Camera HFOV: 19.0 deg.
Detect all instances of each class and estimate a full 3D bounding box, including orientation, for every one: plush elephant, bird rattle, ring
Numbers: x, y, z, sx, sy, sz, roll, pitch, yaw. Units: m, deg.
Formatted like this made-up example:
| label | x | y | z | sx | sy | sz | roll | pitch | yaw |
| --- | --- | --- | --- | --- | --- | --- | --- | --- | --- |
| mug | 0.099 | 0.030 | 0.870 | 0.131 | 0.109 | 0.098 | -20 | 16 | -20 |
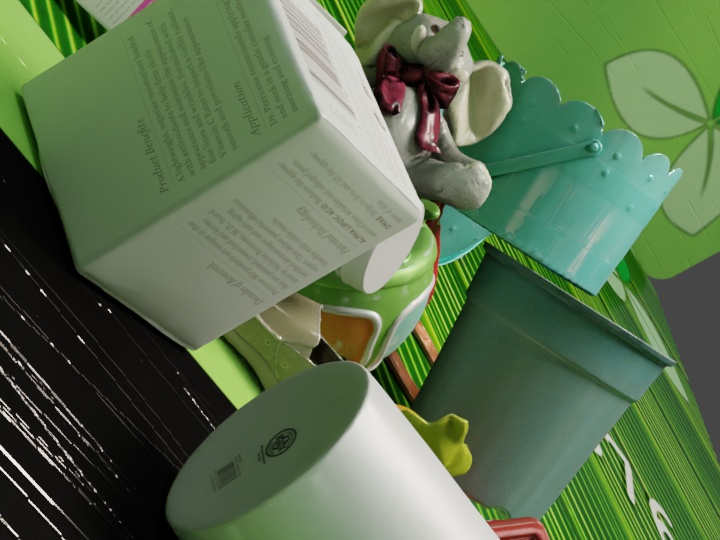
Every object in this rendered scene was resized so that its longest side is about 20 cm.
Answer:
| label | x | y | z | sx | sy | sz | roll | pitch | yaw |
| --- | --- | --- | --- | --- | --- | --- | --- | --- | --- |
| plush elephant | 0.045 | -0.147 | 1.752 | 0.164 | 0.155 | 0.200 | 31 | -7 | -9 |
| bird rattle | 0.047 | 0.156 | 1.768 | 0.163 | 0.113 | 0.200 | 49 | 2 | 32 |
| ring | 0.057 | 0.082 | 2.123 | 0.201 | 0.019 | 0.201 | 55 | 15 | -22 |

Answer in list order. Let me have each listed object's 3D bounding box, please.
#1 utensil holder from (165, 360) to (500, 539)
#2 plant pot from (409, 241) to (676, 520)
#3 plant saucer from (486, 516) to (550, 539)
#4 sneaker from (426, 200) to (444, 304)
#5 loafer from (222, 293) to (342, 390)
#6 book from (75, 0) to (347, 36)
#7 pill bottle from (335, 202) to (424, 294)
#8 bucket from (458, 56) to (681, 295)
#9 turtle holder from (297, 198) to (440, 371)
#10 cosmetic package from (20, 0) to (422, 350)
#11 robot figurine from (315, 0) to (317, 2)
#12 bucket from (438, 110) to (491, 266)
| label | x | y | z | sx | sy | sz | roll | pitch | yaw |
| --- | --- | --- | --- | --- | --- | --- | --- | --- | --- |
| utensil holder | -0.003 | 0.181 | 1.360 | 0.200 | 0.170 | 0.170 | 55 | 14 | -20 |
| plant pot | 0.142 | 0.108 | 1.902 | 0.200 | 0.196 | 0.200 | 33 | 3 | -2 |
| plant saucer | 0.088 | 0.265 | 1.549 | 0.200 | 0.037 | 0.200 | -2 | 55 | -31 |
| sneaker | 0.046 | -0.053 | 1.991 | 0.085 | 0.077 | 0.201 | -140 | -129 | -72 |
| loafer | -0.063 | 0.039 | 1.646 | 0.200 | 0.068 | 0.076 | 56 | 14 | -20 |
| book | -0.128 | -0.212 | 1.702 | 0.200 | 0.134 | 0.048 | 44 | 1 | -18 |
| pill bottle | -0.055 | -0.067 | 1.638 | 0.200 | 0.109 | 0.109 | 32 | 5 | 17 |
| bucket | 0.166 | -0.080 | 1.891 | 0.207 | 0.135 | 0.207 | 33 | 2 | -1 |
| turtle holder | -0.010 | 0.002 | 1.790 | 0.186 | 0.141 | 0.132 | -111 | -158 | -62 |
| cosmetic package | -0.096 | -0.081 | 1.486 | 0.165 | 0.200 | 0.165 | 40 | 24 | -55 |
| robot figurine | -0.112 | -0.215 | 1.820 | 0.200 | 0.175 | 0.116 | 39 | -12 | 28 |
| bucket | 0.044 | -0.094 | 2.129 | 0.207 | 0.135 | 0.207 | 55 | 5 | -7 |
